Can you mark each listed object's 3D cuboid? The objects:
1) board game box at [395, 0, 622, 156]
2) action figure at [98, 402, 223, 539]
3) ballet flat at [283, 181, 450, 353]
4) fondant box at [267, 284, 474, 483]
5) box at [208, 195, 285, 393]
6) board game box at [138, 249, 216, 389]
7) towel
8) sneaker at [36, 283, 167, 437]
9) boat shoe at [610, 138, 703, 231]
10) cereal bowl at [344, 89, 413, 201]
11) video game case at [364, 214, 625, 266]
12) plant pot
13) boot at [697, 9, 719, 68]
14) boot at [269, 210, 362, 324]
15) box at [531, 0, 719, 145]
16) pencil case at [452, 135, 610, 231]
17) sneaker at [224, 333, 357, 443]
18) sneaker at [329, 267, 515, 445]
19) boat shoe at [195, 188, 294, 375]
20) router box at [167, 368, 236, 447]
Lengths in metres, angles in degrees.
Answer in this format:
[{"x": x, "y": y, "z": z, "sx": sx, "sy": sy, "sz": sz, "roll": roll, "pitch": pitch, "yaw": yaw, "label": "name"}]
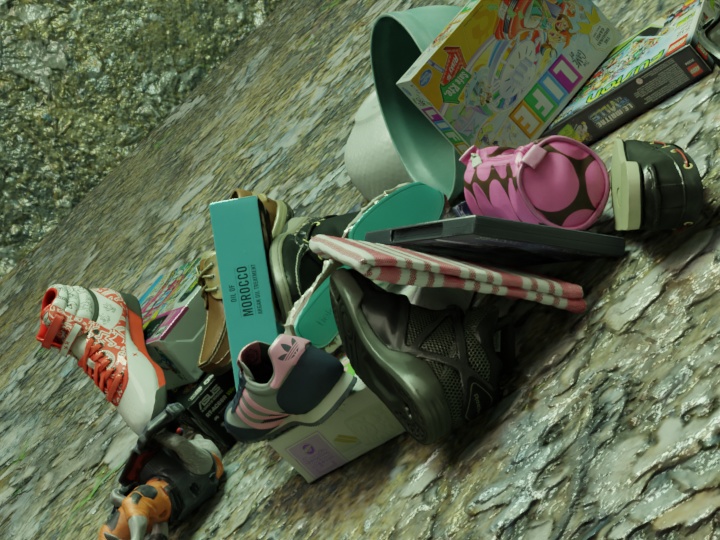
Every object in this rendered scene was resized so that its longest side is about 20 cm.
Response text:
[{"x": 0.145, "y": -0.202, "z": 1.779, "sx": 0.200, "sy": 0.134, "sz": 0.034, "roll": -50, "pitch": 17, "yaw": -17, "label": "board game box"}, {"x": -0.198, "y": 0.233, "z": 1.772, "sx": 0.194, "sy": 0.104, "sz": 0.200, "roll": -48, "pitch": -10, "yaw": -41, "label": "action figure"}, {"x": 0.000, "y": 0.000, "z": 1.672, "sx": 0.200, "sy": 0.072, "sz": 0.072, "roll": -47, "pitch": 16, "yaw": -14, "label": "ballet flat"}, {"x": 0.013, "y": 0.082, "z": 1.649, "sx": 0.144, "sy": 0.058, "sz": 0.200, "roll": -32, "pitch": 19, "yaw": 35, "label": "fondant box"}, {"x": -0.101, "y": 0.036, "z": 1.777, "sx": 0.049, "sy": 0.201, "sz": 0.082, "roll": -10, "pitch": -12, "yaw": 4, "label": "box"}, {"x": -0.195, "y": 0.058, "z": 1.976, "sx": 0.148, "sy": 0.064, "sz": 0.200, "roll": -52, "pitch": 16, "yaw": -29, "label": "board game box"}, {"x": 0.068, "y": 0.005, "z": 1.506, "sx": 0.146, "sy": 0.199, "sz": 0.030, "roll": -160, "pitch": 79, "yaw": -72, "label": "towel"}, {"x": -0.263, "y": 0.089, "z": 1.840, "sx": 0.067, "sy": 0.108, "sz": 0.202, "roll": -60, "pitch": 34, "yaw": 30, "label": "sneaker"}, {"x": 0.235, "y": -0.068, "z": 1.494, "sx": 0.063, "sy": 0.074, "sz": 0.201, "roll": -3, "pitch": 8, "yaw": 1, "label": "boat shoe"}, {"x": 0.054, "y": -0.177, "z": 2.155, "sx": 0.200, "sy": 0.083, "sz": 0.200, "roll": -40, "pitch": 17, "yaw": 15, "label": "cereal bowl"}, {"x": 0.109, "y": -0.023, "z": 1.563, "sx": 0.200, "sy": 0.142, "sz": 0.019, "roll": -8, "pitch": 75, "yaw": 64, "label": "video game case"}, {"x": 0.111, "y": -0.185, "z": 1.894, "sx": 0.134, "sy": 0.201, "sz": 0.200, "roll": -20, "pitch": 11, "yaw": -16, "label": "plant pot"}, {"x": 0.372, "y": -0.232, "z": 1.556, "sx": 0.174, "sy": 0.069, "sz": 0.200, "roll": -38, "pitch": 15, "yaw": 20, "label": "boot"}, {"x": -0.003, "y": -0.015, "z": 1.791, "sx": 0.153, "sy": 0.074, "sz": 0.204, "roll": -9, "pitch": 18, "yaw": 9, "label": "boot"}, {"x": 0.256, "y": -0.183, "z": 1.771, "sx": 0.200, "sy": 0.035, "sz": 0.110, "roll": -31, "pitch": 20, "yaw": 36, "label": "box"}, {"x": 0.146, "y": -0.074, "z": 1.611, "sx": 0.091, "sy": 0.094, "sz": 0.200, "roll": -39, "pitch": 8, "yaw": -10, "label": "pencil case"}, {"x": -0.079, "y": 0.094, "z": 1.585, "sx": 0.070, "sy": 0.082, "sz": 0.200, "roll": -55, "pitch": 16, "yaw": -29, "label": "sneaker"}, {"x": 0.053, "y": 0.055, "z": 1.503, "sx": 0.114, "sy": 0.076, "sz": 0.199, "roll": -21, "pitch": 38, "yaw": -20, "label": "sneaker"}, {"x": -0.132, "y": 0.008, "z": 1.865, "sx": 0.076, "sy": 0.074, "sz": 0.201, "roll": -29, "pitch": 38, "yaw": 54, "label": "boat shoe"}, {"x": -0.113, "y": 0.084, "z": 1.933, "sx": 0.200, "sy": 0.062, "sz": 0.150, "roll": -47, "pitch": 15, "yaw": -12, "label": "router box"}]
